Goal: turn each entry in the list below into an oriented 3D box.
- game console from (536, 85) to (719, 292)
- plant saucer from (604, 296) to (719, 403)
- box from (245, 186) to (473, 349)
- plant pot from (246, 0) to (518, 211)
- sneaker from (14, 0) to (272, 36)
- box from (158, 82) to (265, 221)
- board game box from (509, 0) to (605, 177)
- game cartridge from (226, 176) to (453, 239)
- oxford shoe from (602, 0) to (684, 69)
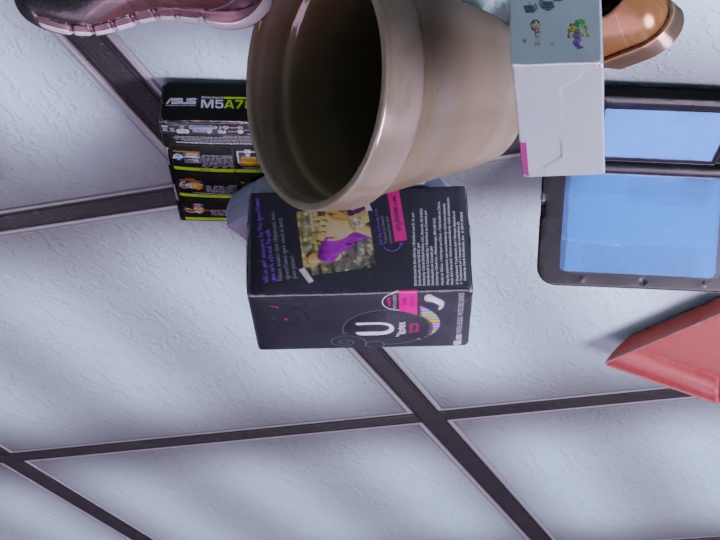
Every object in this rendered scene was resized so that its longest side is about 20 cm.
[{"bbox_3d":[0.265,-0.072,1.447,0.197,0.118,0.176,2,155,-1],"label":"game console"},{"bbox_3d":[0.418,0.089,1.865,0.198,0.037,0.199,20,150,-31],"label":"plant saucer"},{"bbox_3d":[0.000,0.000,1.453,0.197,0.107,0.123,-2,154,2],"label":"box"},{"bbox_3d":[0.032,-0.146,1.259,0.172,0.202,0.200,-1,160,-33],"label":"plant pot"},{"bbox_3d":[-0.160,-0.238,1.201,0.197,0.076,0.116,-5,151,-11],"label":"sneaker"},{"bbox_3d":[-0.078,-0.105,1.490,0.197,0.048,0.194,1,157,1],"label":"box"},{"bbox_3d":[0.135,-0.188,1.114,0.063,0.202,0.148,-1,154,7],"label":"board game box"},{"bbox_3d":[-0.018,-0.061,1.488,0.198,0.041,0.133,-16,155,27],"label":"game cartridge"},{"bbox_3d":[0.156,-0.183,1.294,0.199,0.072,0.071,-27,132,31],"label":"oxford shoe"}]
